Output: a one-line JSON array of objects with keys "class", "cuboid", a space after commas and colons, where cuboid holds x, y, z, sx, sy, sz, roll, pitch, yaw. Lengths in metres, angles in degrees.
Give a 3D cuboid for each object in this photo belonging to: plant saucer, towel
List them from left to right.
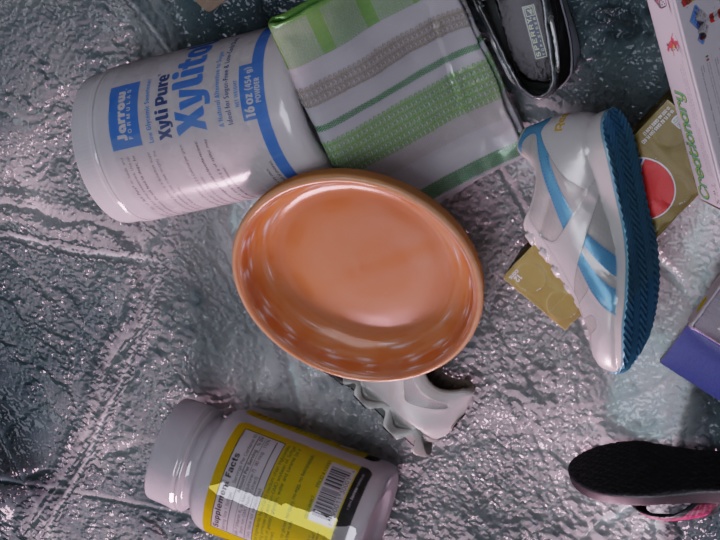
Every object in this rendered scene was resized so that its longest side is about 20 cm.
[{"class": "plant saucer", "cuboid": [0.000, 0.000, 1.364, 0.200, 0.037, 0.200, 8, 128, 10]}, {"class": "towel", "cuboid": [0.033, -0.136, 1.325, 0.149, 0.031, 0.200, -31, 121, -6]}]

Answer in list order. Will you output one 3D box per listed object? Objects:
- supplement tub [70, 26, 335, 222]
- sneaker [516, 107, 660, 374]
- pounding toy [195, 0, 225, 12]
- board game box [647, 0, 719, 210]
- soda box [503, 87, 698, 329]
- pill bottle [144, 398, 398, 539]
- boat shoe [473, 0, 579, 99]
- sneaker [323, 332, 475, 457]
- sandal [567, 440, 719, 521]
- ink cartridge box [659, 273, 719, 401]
[{"class": "supplement tub", "cuboid": [-0.114, -0.117, 1.400, 0.200, 0.132, 0.132, -11, 107, 23]}, {"class": "sneaker", "cuboid": [0.170, -0.020, 1.301, 0.081, 0.077, 0.200, -3, 104, 30]}, {"class": "pounding toy", "cuboid": [-0.084, -0.290, 1.293, 0.184, 0.142, 0.200, -32, 124, 28]}, {"class": "board game box", "cuboid": [0.273, -0.156, 1.226, 0.035, 0.126, 0.200, 35, 151, 55]}, {"class": "soda box", "cuboid": [0.201, -0.049, 1.350, 0.068, 0.064, 0.200, 41, 119, 0]}, {"class": "pill bottle", "cuboid": [-0.078, 0.188, 1.522, 0.200, 0.114, 0.114, 20, 117, 12]}, {"class": "boat shoe", "cuboid": [0.107, -0.223, 1.310, 0.074, 0.068, 0.200, -9, 107, 23]}, {"class": "sneaker", "cuboid": [0.011, 0.058, 1.466, 0.200, 0.074, 0.089, 40, 110, -6]}, {"class": "sandal", "cuboid": [0.266, 0.177, 1.417, 0.200, 0.075, 0.045, 1, 123, 17]}, {"class": "ink cartridge box", "cuboid": [0.361, 0.057, 1.347, 0.198, 0.047, 0.200, 33, 116, 4]}]
